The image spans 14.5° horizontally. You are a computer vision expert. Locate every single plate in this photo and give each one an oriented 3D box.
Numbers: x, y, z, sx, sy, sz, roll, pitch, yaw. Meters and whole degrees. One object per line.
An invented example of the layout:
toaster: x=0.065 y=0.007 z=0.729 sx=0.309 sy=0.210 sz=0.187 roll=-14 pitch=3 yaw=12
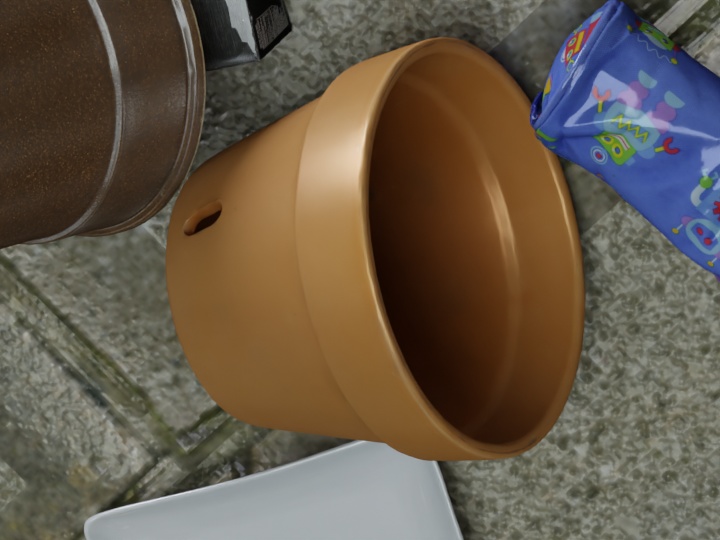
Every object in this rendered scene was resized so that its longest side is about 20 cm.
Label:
plate: x=-0.023 y=0.191 z=1.513 sx=0.199 sy=0.032 sz=0.200 roll=-17 pitch=104 yaw=17

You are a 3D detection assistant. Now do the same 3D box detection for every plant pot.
plant pot: x=-0.212 y=-0.084 z=1.334 sx=0.200 sy=0.198 sz=0.201 roll=17 pitch=118 yaw=36
plant pot: x=0.000 y=0.000 z=1.367 sx=0.140 sy=0.200 sz=0.201 roll=-11 pitch=107 yaw=32

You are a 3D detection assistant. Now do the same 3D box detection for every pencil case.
pencil case: x=0.171 y=-0.042 z=1.367 sx=0.200 sy=0.078 sz=0.087 roll=38 pitch=114 yaw=-2

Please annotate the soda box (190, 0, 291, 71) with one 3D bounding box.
soda box: x=-0.094 y=-0.198 z=1.378 sx=0.071 sy=0.063 sz=0.201 roll=-9 pitch=106 yaw=15
